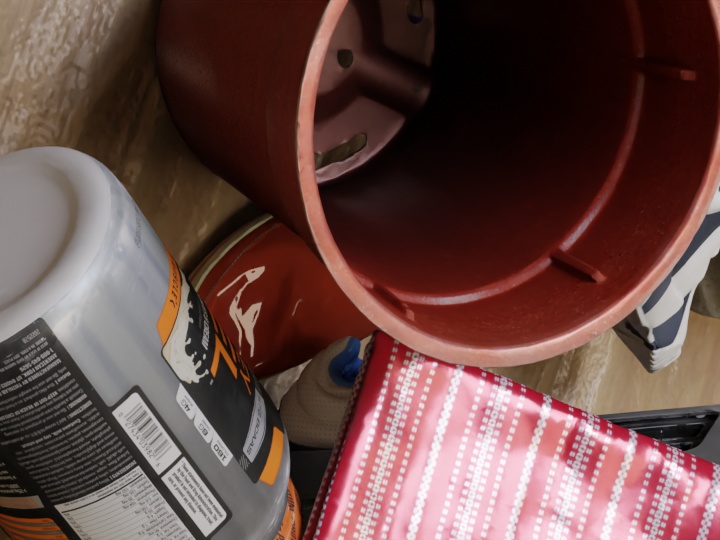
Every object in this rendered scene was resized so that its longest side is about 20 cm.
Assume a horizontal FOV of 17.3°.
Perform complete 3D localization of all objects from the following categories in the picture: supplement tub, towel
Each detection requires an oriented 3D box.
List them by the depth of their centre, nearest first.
[{"bbox_3d":[-0.107,0.056,0.966,0.123,0.122,0.200,-55,136,-25],"label":"supplement tub"},{"bbox_3d":[0.075,0.125,1.029,0.200,0.022,0.145,22,72,-14],"label":"towel"}]

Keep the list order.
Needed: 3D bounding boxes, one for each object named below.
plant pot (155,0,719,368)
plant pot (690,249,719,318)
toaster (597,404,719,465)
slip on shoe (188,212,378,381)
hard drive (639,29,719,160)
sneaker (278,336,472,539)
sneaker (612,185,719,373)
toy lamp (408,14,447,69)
[{"bbox_3d":[0.019,-0.082,0.994,0.201,0.195,0.201,-8,108,-27],"label":"plant pot"},{"bbox_3d":[0.251,-0.060,1.320,0.183,0.200,0.201,-18,113,-34],"label":"plant pot"},{"bbox_3d":[0.128,0.152,1.178,0.181,0.200,0.119,-38,119,-64],"label":"toaster"},{"bbox_3d":[0.000,0.000,1.101,0.200,0.061,0.074,-23,111,-23],"label":"slip on shoe"},{"bbox_3d":[0.137,-0.102,1.066,0.026,0.200,0.132,-32,156,7],"label":"hard drive"},{"bbox_3d":[0.046,0.111,1.062,0.081,0.200,0.147,-26,138,-64],"label":"sneaker"},{"bbox_3d":[0.171,-0.034,1.208,0.130,0.079,0.199,-35,143,-7],"label":"sneaker"},{"bbox_3d":[0.083,-0.159,1.184,0.200,0.058,0.058,-48,132,-29],"label":"toy lamp"}]
